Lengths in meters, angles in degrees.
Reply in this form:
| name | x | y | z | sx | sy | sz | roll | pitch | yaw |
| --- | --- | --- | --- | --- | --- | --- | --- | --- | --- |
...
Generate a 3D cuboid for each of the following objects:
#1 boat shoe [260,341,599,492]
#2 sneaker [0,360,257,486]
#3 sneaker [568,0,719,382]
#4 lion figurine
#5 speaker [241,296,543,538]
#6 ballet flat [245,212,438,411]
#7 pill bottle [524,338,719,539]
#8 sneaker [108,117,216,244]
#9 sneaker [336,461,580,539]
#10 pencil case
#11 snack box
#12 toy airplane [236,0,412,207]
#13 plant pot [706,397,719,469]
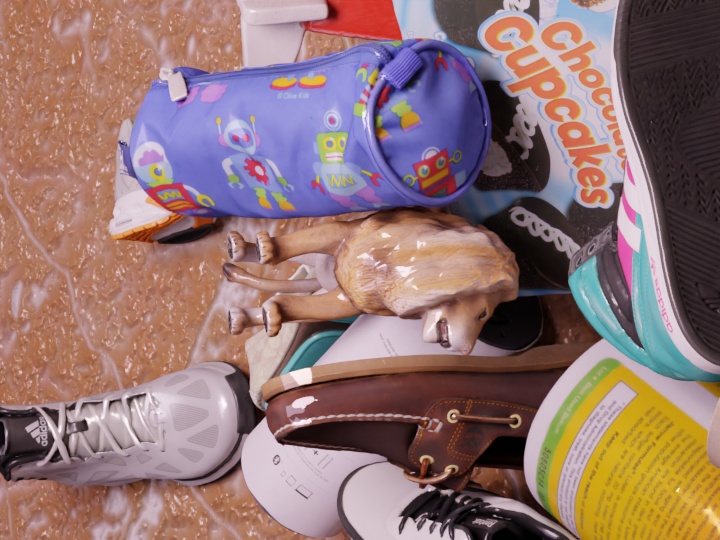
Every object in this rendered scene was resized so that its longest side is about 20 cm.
| name | x | y | z | sx | sy | sz | roll | pitch | yaw |
| --- | --- | --- | --- | --- | --- | --- | --- | --- | --- |
| boat shoe | 0.048 | 0.077 | 1.189 | 0.070 | 0.200 | 0.071 | 145 | 120 | -66 |
| sneaker | -0.160 | 0.108 | 1.477 | 0.200 | 0.115 | 0.076 | -18 | 80 | 46 |
| sneaker | 0.141 | -0.039 | 1.066 | 0.121 | 0.083 | 0.201 | 128 | 140 | -69 |
| lion figurine | 0.000 | 0.000 | 1.205 | 0.200 | 0.122 | 0.073 | -155 | 57 | -74 |
| speaker | 0.015 | 0.066 | 1.309 | 0.200 | 0.081 | 0.081 | -48 | 59 | 38 |
| ballet flat | -0.017 | 0.011 | 1.349 | 0.200 | 0.067 | 0.062 | -49 | 48 | 41 |
| pill bottle | 0.181 | 0.121 | 1.112 | 0.200 | 0.111 | 0.111 | 40 | 121 | 38 |
| sneaker | -0.092 | -0.080 | 1.423 | 0.200 | 0.076 | 0.092 | -19 | 75 | 45 |
| sneaker | 0.060 | 0.137 | 1.205 | 0.200 | 0.074 | 0.080 | 22 | 153 | 42 |
| pencil case | -0.031 | -0.070 | 1.151 | 0.200 | 0.078 | 0.087 | -1 | 131 | 46 |
| snack box | 0.091 | -0.079 | 1.148 | 0.116 | 0.037 | 0.200 | -4 | 124 | 21 |
| toy airplane | 0.027 | -0.154 | 1.229 | 0.199 | 0.141 | 0.200 | 42 | 119 | -11 |
| plant pot | 0.281 | 0.069 | 0.973 | 0.200 | 0.187 | 0.188 | 39 | 121 | 23 |
